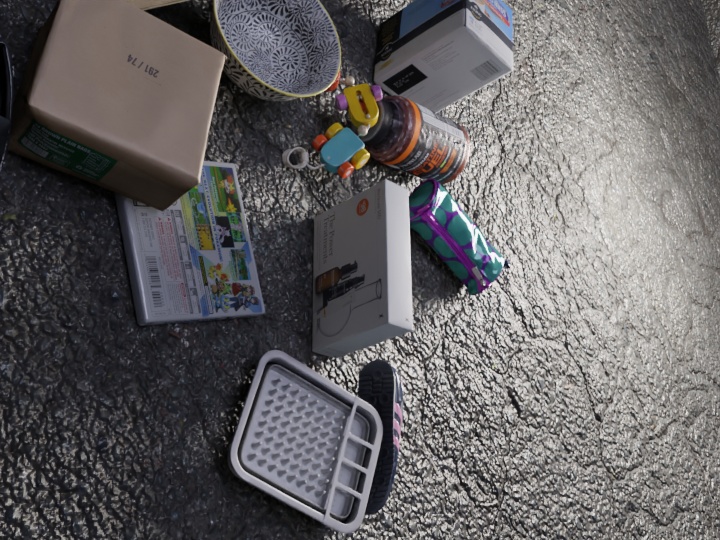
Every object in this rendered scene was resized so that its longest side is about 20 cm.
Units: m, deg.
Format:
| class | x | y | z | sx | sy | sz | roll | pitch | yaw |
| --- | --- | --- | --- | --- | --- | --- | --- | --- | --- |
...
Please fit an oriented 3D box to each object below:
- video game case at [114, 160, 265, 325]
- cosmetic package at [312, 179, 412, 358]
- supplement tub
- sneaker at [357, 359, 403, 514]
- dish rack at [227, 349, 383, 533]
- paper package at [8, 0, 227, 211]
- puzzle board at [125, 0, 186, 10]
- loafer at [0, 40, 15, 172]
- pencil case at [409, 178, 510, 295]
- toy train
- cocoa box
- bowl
| class | x | y | z | sx | sy | sz | roll | pitch | yaw |
| --- | --- | --- | --- | --- | --- | --- | --- | --- | --- |
| video game case | -0.207 | -0.038 | 1.073 | 0.181 | 0.022 | 0.204 | -1 | 74 | -48 |
| cosmetic package | 0.000 | 0.000 | 1.187 | 0.051 | 0.150 | 0.203 | 21 | 58 | -40 |
| supplement tub | 0.077 | -0.209 | 1.397 | 0.198 | 0.106 | 0.109 | 14 | 63 | -43 |
| sneaker | 0.030 | 0.228 | 1.191 | 0.082 | 0.069 | 0.204 | 45 | 50 | -60 |
| dish rack | -0.070 | 0.212 | 1.086 | 0.199 | 0.043 | 0.174 | 35 | 51 | -24 |
| paper package | -0.267 | -0.191 | 0.986 | 0.198 | 0.103 | 0.194 | 23 | 57 | -30 |
| puzzle board | -0.253 | -0.394 | 1.067 | 0.199 | 0.017 | 0.153 | -28 | 98 | -40 |
| loafer | -0.384 | -0.138 | 0.880 | 0.067 | 0.070 | 0.204 | 19 | 60 | -40 |
| pencil case | 0.151 | -0.052 | 1.427 | 0.200 | 0.085 | 0.093 | 45 | 19 | -25 |
| toy train | -0.047 | -0.222 | 1.298 | 0.147 | 0.056 | 0.203 | 8 | 69 | -1 |
| cocoa box | 0.137 | -0.371 | 1.460 | 0.132 | 0.198 | 0.133 | 29 | 53 | -36 |
| bowl | -0.132 | -0.305 | 1.204 | 0.198 | 0.094 | 0.204 | 17 | 60 | -32 |
